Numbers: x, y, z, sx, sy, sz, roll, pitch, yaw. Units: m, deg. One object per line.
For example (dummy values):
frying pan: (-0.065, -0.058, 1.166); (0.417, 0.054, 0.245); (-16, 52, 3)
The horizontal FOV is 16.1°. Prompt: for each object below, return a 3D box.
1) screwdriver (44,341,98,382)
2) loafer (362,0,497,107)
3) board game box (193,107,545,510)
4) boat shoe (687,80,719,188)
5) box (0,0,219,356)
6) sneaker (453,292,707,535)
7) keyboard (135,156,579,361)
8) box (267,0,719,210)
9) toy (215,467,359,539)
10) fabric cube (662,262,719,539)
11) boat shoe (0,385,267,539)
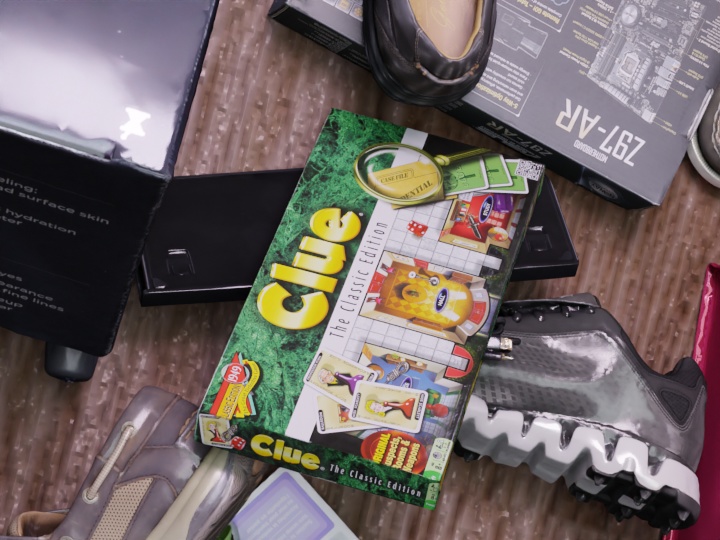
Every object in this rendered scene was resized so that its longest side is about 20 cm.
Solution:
screwdriver: (-0.114, -0.048, 1.139); (0.028, 0.029, 0.200); (11, 86, -12)
loafer: (0.032, -0.174, 1.109); (0.073, 0.072, 0.200); (-8, 89, -12)
board game box: (0.008, 0.011, 1.095); (0.105, 0.023, 0.200); (13, 45, 8)
boat shoe: (0.235, -0.117, 1.205); (0.202, 0.060, 0.072); (-43, 97, -11)
box: (-0.169, -0.074, 1.020); (0.197, 0.200, 0.118); (17, 66, -6)
sneaker: (0.071, 0.045, 1.162); (0.200, 0.066, 0.091); (22, 68, -4)
keyboard: (0.000, 0.000, 1.134); (0.200, 0.021, 0.127); (-4, 46, -11)
box: (0.082, -0.143, 1.179); (0.200, 0.044, 0.160); (27, 82, -11)
toy: (-0.008, 0.198, 1.142); (0.115, 0.047, 0.200); (-42, 95, -5)
fabric cube: (0.261, 0.104, 1.133); (0.199, 0.200, 0.196); (10, 86, -10)
boat shoe: (-0.123, 0.132, 1.099); (0.073, 0.074, 0.200); (40, 99, 7)
